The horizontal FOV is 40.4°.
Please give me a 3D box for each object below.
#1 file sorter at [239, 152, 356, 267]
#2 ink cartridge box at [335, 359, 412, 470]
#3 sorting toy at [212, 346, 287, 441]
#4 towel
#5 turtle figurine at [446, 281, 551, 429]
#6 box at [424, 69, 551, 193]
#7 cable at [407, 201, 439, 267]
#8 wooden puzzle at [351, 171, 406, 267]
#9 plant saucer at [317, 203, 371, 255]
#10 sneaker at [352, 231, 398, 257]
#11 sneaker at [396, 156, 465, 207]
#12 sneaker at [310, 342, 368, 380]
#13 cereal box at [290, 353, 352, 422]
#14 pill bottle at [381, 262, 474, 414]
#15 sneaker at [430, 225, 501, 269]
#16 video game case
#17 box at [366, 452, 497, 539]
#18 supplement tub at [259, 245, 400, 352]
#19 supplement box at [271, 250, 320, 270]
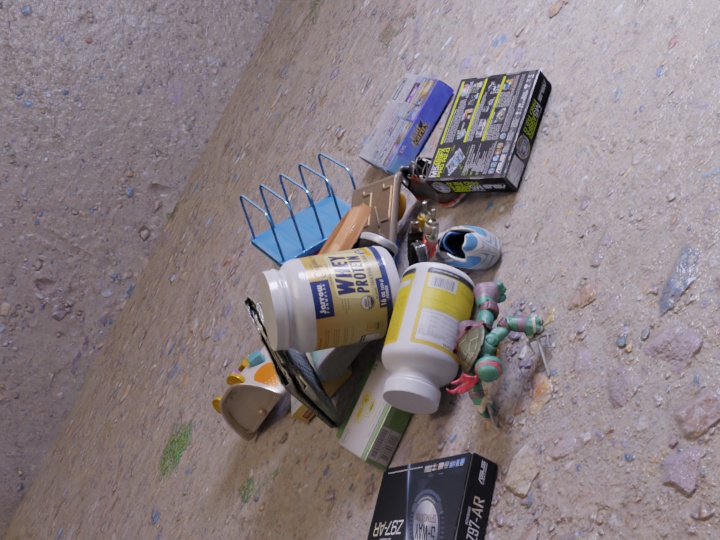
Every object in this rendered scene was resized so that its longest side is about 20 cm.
[{"bbox_3d":[-0.114,-0.122,1.890,0.199,0.123,0.139,-31,35,-19],"label":"file sorter"},{"bbox_3d":[0.013,0.213,1.528,0.146,0.048,0.200,-64,26,-6],"label":"ink cartridge box"},{"bbox_3d":[-0.189,0.195,1.876,0.200,0.106,0.181,-54,6,47],"label":"sorting toy"},{"bbox_3d":[-0.108,0.149,1.605,0.034,0.200,0.193,-32,56,5],"label":"towel"},{"bbox_3d":[0.171,0.103,1.271,0.150,0.100,0.200,-51,20,22],"label":"turtle figurine"},{"bbox_3d":[0.203,-0.220,1.562,0.159,0.044,0.201,2,64,44],"label":"box"},{"bbox_3d":[0.099,-0.002,1.509,0.097,0.050,0.201,-99,4,-51],"label":"cable"},{"bbox_3d":[0.031,-0.068,1.766,0.200,0.046,0.187,163,115,-64],"label":"wooden puzzle"},{"bbox_3d":[-0.048,-0.031,1.678,0.201,0.032,0.200,-56,7,10],"label":"plant saucer"},{"bbox_3d":[0.000,0.000,1.634,0.100,0.070,0.200,-64,13,-17],"label":"sneaker"},{"bbox_3d":[0.121,-0.158,1.672,0.200,0.082,0.078,-4,60,63],"label":"sneaker"},{"bbox_3d":[-0.018,0.081,1.658,0.200,0.074,0.118,-46,33,2],"label":"sneaker"},{"bbox_3d":[-0.076,0.159,1.777,0.144,0.039,0.201,-49,27,27],"label":"cereal box"},{"bbox_3d":[0.094,0.098,1.406,0.112,0.112,0.201,-25,42,54],"label":"pill bottle"},{"bbox_3d":[0.142,-0.039,1.512,0.200,0.072,0.072,0,66,66],"label":"sneaker"},{"bbox_3d":[0.087,-0.288,1.934,0.201,0.045,0.181,-60,22,5],"label":"video game case"},{"bbox_3d":[0.083,0.327,1.257,0.200,0.043,0.161,-26,41,53],"label":"box"},{"bbox_3d":[-0.046,0.046,1.502,0.144,0.198,0.146,170,90,-75],"label":"supplement tub"},{"bbox_3d":[-0.106,0.014,1.925,0.104,0.101,0.201,-50,26,22],"label":"supplement box"}]
